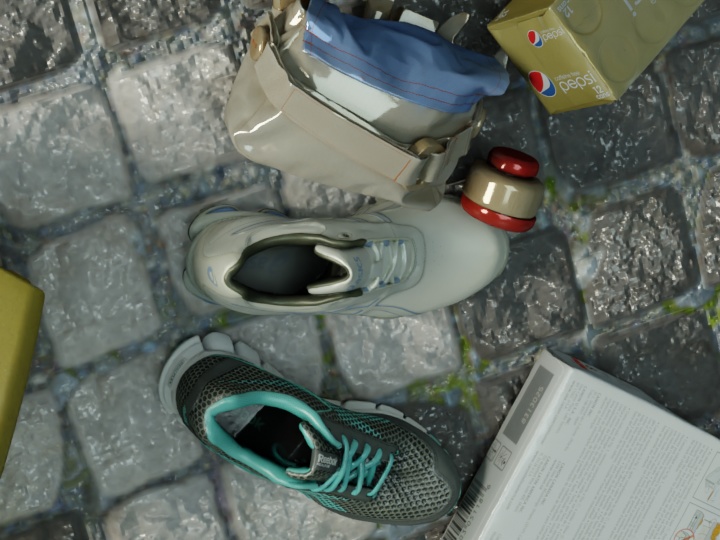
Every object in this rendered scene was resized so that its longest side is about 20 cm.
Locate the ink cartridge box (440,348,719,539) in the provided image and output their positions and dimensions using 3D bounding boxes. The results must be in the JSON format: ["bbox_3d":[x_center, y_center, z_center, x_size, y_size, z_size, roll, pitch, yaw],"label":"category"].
[{"bbox_3d":[0.165,0.160,1.060,0.199,0.050,0.163,26,95,-26],"label":"ink cartridge box"}]

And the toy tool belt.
[{"bbox_3d":[0.028,-0.103,0.922,0.199,0.125,0.124,15,107,-17],"label":"toy tool belt"}]

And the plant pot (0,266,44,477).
[{"bbox_3d":[-0.272,0.051,0.856,0.199,0.200,0.177,31,82,-18],"label":"plant pot"}]

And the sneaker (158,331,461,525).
[{"bbox_3d":[-0.025,0.109,0.971,0.199,0.091,0.078,23,97,-17],"label":"sneaker"}]

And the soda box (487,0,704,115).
[{"bbox_3d":[0.164,-0.180,0.933,0.200,0.064,0.068,-48,109,-22],"label":"soda box"}]

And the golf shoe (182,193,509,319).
[{"bbox_3d":[0.000,0.000,0.951,0.199,0.097,0.079,-5,102,-14],"label":"golf shoe"}]
